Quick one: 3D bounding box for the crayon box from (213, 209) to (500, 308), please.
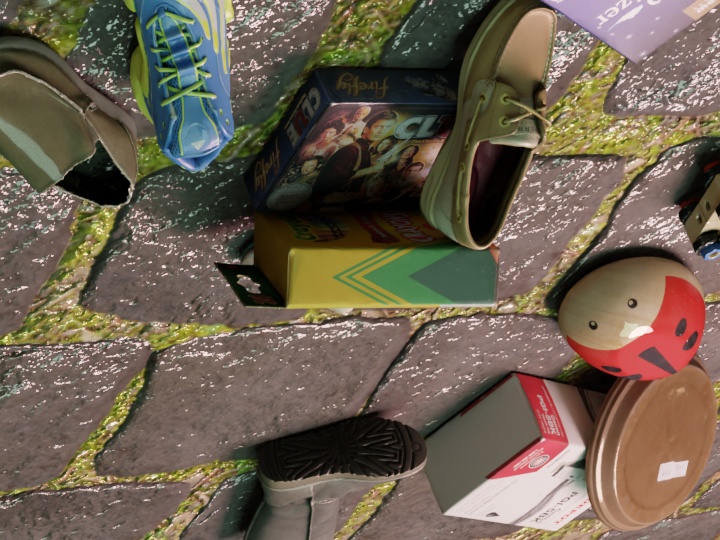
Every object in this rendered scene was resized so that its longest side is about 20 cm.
[{"bbox_3d":[-0.005,-0.010,1.694,0.199,0.127,0.051,-1,105,-16],"label":"crayon box"}]

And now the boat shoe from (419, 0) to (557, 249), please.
[{"bbox_3d":[0.108,-0.109,1.624,0.074,0.066,0.201,0,118,-35],"label":"boat shoe"}]

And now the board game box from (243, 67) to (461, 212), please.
[{"bbox_3d":[0.026,-0.098,1.681,0.199,0.035,0.136,-2,146,-33],"label":"board game box"}]

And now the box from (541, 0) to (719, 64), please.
[{"bbox_3d":[0.215,-0.217,1.619,0.121,0.033,0.200,-36,150,22],"label":"box"}]

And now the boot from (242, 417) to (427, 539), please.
[{"bbox_3d":[-0.029,0.228,2.165,0.181,0.073,0.201,-4,142,-5],"label":"boot"}]

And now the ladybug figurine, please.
[{"bbox_3d":[0.265,0.053,2.071,0.135,0.072,0.200,-34,150,19],"label":"ladybug figurine"}]

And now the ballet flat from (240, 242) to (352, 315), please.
[{"bbox_3d":[0.000,0.000,1.797,0.199,0.068,0.068,-6,149,-27],"label":"ballet flat"}]

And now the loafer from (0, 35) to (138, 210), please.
[{"bbox_3d":[-0.210,-0.096,1.480,0.075,0.070,0.200,-34,150,20],"label":"loafer"}]

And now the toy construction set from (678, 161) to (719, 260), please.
[{"bbox_3d":[0.361,-0.060,1.941,0.130,0.092,0.201,-12,139,-19],"label":"toy construction set"}]

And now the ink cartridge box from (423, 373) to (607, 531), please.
[{"bbox_3d":[0.179,0.188,2.231,0.147,0.083,0.199,-40,147,28],"label":"ink cartridge box"}]

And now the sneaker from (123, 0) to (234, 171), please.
[{"bbox_3d":[-0.108,-0.140,1.440,0.075,0.105,0.200,-16,152,-12],"label":"sneaker"}]

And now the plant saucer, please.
[{"bbox_3d":[0.302,0.173,2.224,0.199,0.029,0.201,-21,120,-41],"label":"plant saucer"}]
